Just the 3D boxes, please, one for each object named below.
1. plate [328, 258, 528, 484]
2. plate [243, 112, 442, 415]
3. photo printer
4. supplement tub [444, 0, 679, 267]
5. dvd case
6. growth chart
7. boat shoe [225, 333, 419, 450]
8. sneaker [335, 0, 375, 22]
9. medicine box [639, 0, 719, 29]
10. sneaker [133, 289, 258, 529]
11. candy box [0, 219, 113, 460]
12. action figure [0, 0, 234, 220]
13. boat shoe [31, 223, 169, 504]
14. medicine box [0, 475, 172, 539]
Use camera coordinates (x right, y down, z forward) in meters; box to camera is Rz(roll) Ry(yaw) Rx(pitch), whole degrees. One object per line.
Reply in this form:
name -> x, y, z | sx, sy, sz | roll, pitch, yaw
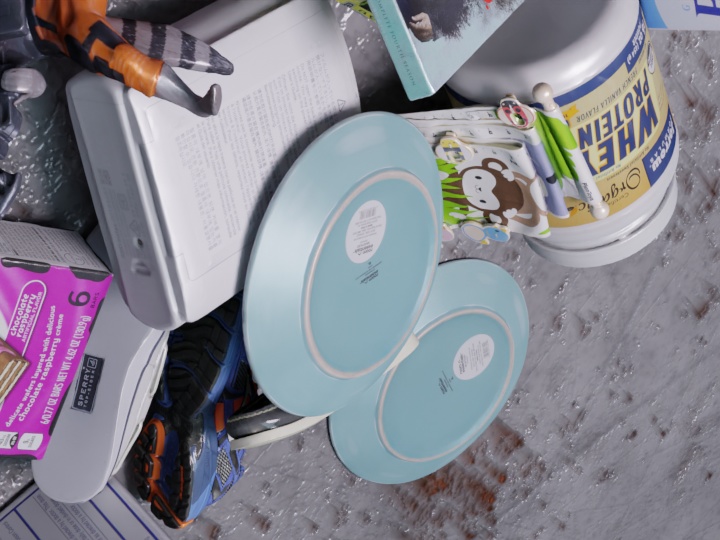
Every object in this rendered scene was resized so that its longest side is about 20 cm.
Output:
plate -> 0.062, 0.086, 1.367 | 0.199, 0.026, 0.202 | -21, 128, -29
plate -> 0.000, 0.000, 1.111 | 0.200, 0.025, 0.202 | -29, 129, -43
photo printer -> -0.076, -0.081, 1.071 | 0.200, 0.069, 0.168 | -36, 125, -39
supplement tub -> 0.143, -0.112, 1.221 | 0.144, 0.144, 0.201 | -41, 136, -12
dvd case -> 0.050, -0.210, 1.062 | 0.200, 0.022, 0.147 | -48, 120, -51
growth chart -> 0.070, -0.063, 1.181 | 0.145, 0.199, 0.018 | 52, 45, -38
boat shoe -> -0.035, 0.065, 1.203 | 0.200, 0.071, 0.068 | -36, 104, -51
sneaker -> 0.008, -0.190, 1.059 | 0.075, 0.077, 0.199 | -48, 160, 22
medicine box -> 0.285, -0.264, 1.183 | 0.183, 0.198, 0.103 | 69, 34, -42
sneaker -> -0.103, 0.079, 1.199 | 0.078, 0.075, 0.201 | -20, 135, -47
candy box -> -0.260, 0.035, 1.022 | 0.199, 0.061, 0.137 | 9, 113, -40
action figure -> -0.167, -0.108, 0.927 | 0.105, 0.191, 0.202 | 87, 5, -77
boat shoe -> -0.157, 0.052, 1.128 | 0.066, 0.071, 0.202 | 9, 94, -83
medicine box -> -0.193, 0.250, 1.138 | 0.200, 0.182, 0.103 | -41, 136, -12
